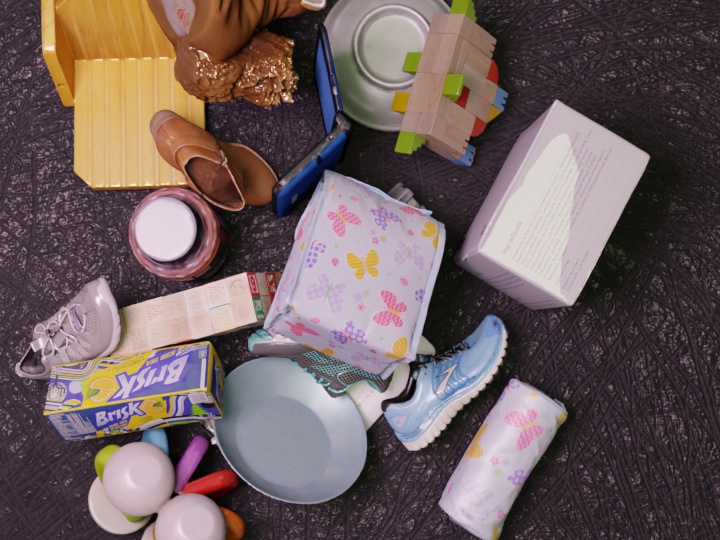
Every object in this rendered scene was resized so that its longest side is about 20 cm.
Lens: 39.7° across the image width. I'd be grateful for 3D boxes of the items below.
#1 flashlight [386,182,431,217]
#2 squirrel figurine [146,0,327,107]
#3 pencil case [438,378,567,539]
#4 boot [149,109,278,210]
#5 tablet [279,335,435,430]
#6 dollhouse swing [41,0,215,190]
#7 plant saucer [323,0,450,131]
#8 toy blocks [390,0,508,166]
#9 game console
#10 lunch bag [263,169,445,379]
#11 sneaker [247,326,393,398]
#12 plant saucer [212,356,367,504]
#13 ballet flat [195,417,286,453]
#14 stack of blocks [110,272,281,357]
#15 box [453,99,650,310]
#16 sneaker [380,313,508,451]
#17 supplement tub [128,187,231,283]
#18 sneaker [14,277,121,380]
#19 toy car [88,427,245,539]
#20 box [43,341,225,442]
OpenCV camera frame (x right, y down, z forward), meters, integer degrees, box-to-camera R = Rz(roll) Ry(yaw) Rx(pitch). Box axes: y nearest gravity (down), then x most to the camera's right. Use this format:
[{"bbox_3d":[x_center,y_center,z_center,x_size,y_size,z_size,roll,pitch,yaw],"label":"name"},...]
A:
[{"bbox_3d":[-0.001,-0.021,1.266,0.200,0.068,0.068,-43,125,0],"label":"flashlight"},{"bbox_3d":[-0.132,-0.292,1.159,0.185,0.140,0.204,-22,113,-41],"label":"squirrel figurine"},{"bbox_3d":[0.179,0.237,1.245,0.090,0.083,0.202,31,86,-6],"label":"pencil case"},{"bbox_3d":[-0.159,-0.108,1.188,0.198,0.155,0.074,27,101,-35],"label":"boot"},{"bbox_3d":[-0.013,0.132,1.279,0.130,0.014,0.200,43,85,1],"label":"tablet"},{"bbox_3d":[-0.280,-0.219,1.220,0.196,0.182,0.179,-1,66,-3],"label":"dollhouse swing"},{"bbox_3d":[0.042,-0.284,1.289,0.196,0.050,0.204,0,86,-2],"label":"plant saucer"},{"bbox_3d":[0.128,-0.222,1.254,0.099,0.136,0.203,13,85,43],"label":"toy blocks"},{"bbox_3d":[-0.073,-0.172,1.200,0.171,0.200,0.119,-43,89,-7],"label":"game console"},{"bbox_3d":[0.000,0.000,1.167,0.167,0.127,0.203,22,66,-12],"label":"lunch bag"},{"bbox_3d":[-0.041,0.112,1.225,0.196,0.078,0.093,4,97,-14],"label":"sneaker"},{"bbox_3d":[-0.089,0.198,1.206,0.198,0.039,0.203,17,44,-17],"label":"plant saucer"},{"bbox_3d":[-0.133,0.218,1.241,0.199,0.073,0.073,39,86,0],"label":"ballet flat"},{"bbox_3d":[-0.199,0.055,1.223,0.197,0.115,0.060,-15,86,15],"label":"stack of blocks"},{"bbox_3d":[0.223,-0.070,1.207,0.129,0.199,0.202,29,86,-1],"label":"box"},{"bbox_3d":[0.104,0.127,1.247,0.090,0.078,0.200,43,85,-6],"label":"sneaker"},{"bbox_3d":[-0.214,-0.041,1.186,0.105,0.200,0.109,0,87,-1],"label":"supplement tub"},{"bbox_3d":[-0.345,0.082,1.177,0.081,0.200,0.075,-8,61,-43],"label":"sneaker"},{"bbox_3d":[-0.223,0.269,1.198,0.200,0.175,0.150,44,57,1],"label":"toy car"},{"bbox_3d":[-0.260,0.141,1.162,0.196,0.065,0.071,-9,50,6],"label":"box"}]
